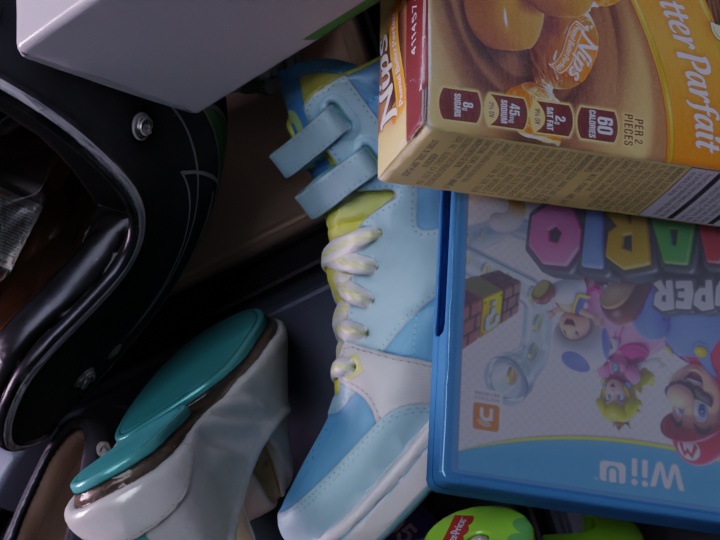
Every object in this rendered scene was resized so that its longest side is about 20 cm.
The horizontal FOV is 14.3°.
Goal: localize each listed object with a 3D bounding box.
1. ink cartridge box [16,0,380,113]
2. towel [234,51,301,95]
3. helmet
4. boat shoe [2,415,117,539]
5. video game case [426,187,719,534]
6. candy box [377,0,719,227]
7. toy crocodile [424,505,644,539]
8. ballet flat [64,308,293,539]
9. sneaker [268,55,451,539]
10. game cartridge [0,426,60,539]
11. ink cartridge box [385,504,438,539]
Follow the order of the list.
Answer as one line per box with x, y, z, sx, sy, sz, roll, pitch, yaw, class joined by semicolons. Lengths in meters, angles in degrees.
-0.047;-0.178;0.980;0.144;0.084;0.201;-27;57;42;ink cartridge box
-0.110;-0.154;1.183;0.199;0.031;0.150;7;100;31;towel
-0.141;-0.051;1.084;0.200;0.200;0.192;34;104;32;helmet
-0.125;0.147;1.055;0.074;0.060;0.201;-5;52;53;boat shoe
0.096;-0.012;1.003;0.018;0.142;0.201;140;137;-64;video game case
0.107;-0.079;0.986;0.199;0.055;0.116;7;69;-16;candy box
0.005;0.124;0.988;0.199;0.068;0.062;-16;28;-4;toy crocodile
-0.057;0.072;1.034;0.069;0.200;0.070;2;104;8;ballet flat
0.000;0.000;1.034;0.130;0.080;0.200;36;78;-7;sneaker
-0.215;0.125;1.157;0.133;0.040;0.201;25;84;36;game cartridge
-0.005;0.197;1.018;0.200;0.041;0.200;-49;57;2;ink cartridge box
